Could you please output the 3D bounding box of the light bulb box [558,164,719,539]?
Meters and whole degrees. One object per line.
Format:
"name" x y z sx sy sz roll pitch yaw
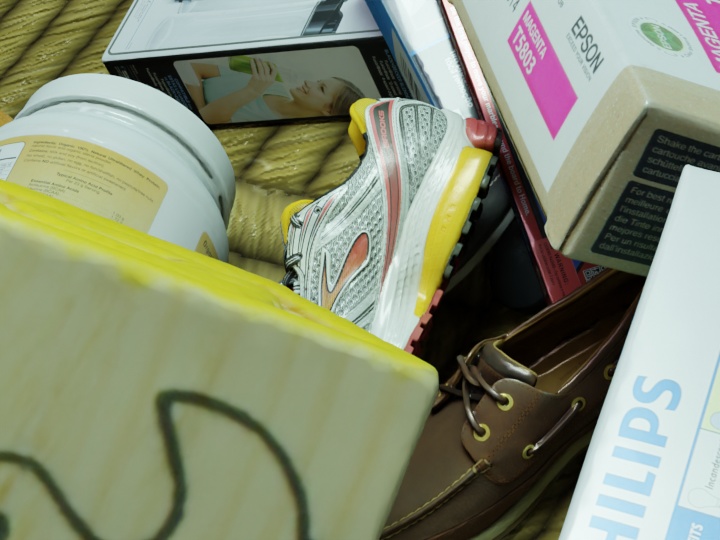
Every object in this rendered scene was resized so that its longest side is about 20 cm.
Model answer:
"light bulb box" 0.175 0.094 0.632 0.198 0.125 0.199 15 51 14

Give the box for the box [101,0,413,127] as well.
"box" -0.038 -0.146 1.105 0.198 0.060 0.117 0 47 29

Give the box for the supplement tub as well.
"supplement tub" -0.148 0.015 0.928 0.143 0.145 0.201 -3 45 26

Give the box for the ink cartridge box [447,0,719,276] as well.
"ink cartridge box" 0.139 -0.076 0.786 0.075 0.163 0.201 -61 28 32

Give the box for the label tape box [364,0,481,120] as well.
"label tape box" 0.106 -0.157 0.976 0.199 0.063 0.145 -25 70 -3

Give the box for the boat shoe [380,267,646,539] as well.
"boat shoe" 0.061 0.059 0.823 0.199 0.068 0.072 -33 40 -6

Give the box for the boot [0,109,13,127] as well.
"boot" -0.216 -0.017 1.053 0.143 0.202 0.071 -19 -19 -48

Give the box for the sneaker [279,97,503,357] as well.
"sneaker" -0.006 0.013 0.856 0.082 0.078 0.201 22 72 5

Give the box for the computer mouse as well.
"computer mouse" 0.138 -0.050 0.925 0.200 0.034 0.058 -42 41 -18

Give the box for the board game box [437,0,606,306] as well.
"board game box" 0.107 -0.084 0.904 0.102 0.019 0.202 -17 69 -4

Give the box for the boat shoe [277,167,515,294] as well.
"boat shoe" 0.000 0.000 0.917 0.200 0.057 0.067 -41 17 -16

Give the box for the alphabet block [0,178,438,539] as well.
"alphabet block" -0.115 0.083 0.711 0.196 0.194 0.202 25 95 66
